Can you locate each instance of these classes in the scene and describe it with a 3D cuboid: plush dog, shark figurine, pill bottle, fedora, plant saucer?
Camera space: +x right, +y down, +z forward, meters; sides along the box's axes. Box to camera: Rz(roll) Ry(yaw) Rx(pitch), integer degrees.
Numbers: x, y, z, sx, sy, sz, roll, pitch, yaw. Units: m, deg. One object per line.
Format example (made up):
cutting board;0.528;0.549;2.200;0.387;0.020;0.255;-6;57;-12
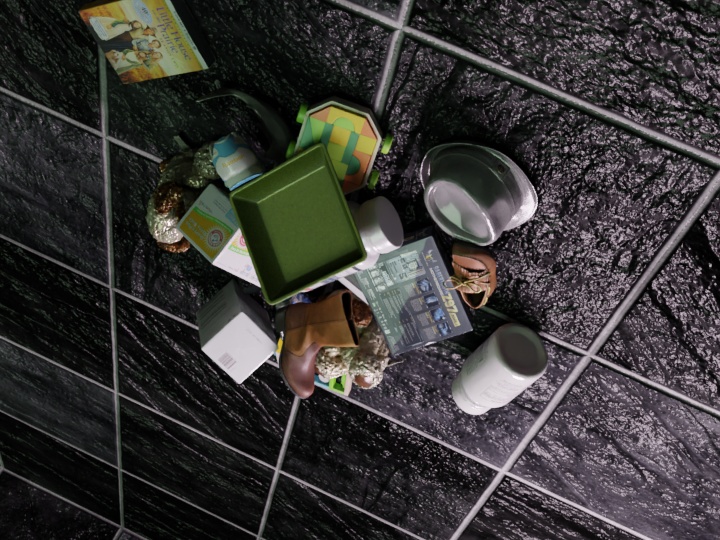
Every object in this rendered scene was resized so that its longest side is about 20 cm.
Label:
plush dog;-0.012;0.116;1.777;0.200;0.160;0.172;7;122;51
shark figurine;-0.160;-0.228;1.505;0.128;0.090;0.215;-14;127;39
plush dog;-0.323;-0.128;1.631;0.160;0.172;0.200;17;141;13
pill bottle;-0.035;-0.048;1.523;0.199;0.120;0.120;-21;123;26
fedora;0.174;-0.108;1.430;0.177;0.090;0.200;-19;122;43
plant saucer;-0.093;-0.072;1.457;0.199;0.048;0.201;-25;80;26
pill bottle;0.253;0.191;1.698;0.114;0.115;0.200;31;142;-4

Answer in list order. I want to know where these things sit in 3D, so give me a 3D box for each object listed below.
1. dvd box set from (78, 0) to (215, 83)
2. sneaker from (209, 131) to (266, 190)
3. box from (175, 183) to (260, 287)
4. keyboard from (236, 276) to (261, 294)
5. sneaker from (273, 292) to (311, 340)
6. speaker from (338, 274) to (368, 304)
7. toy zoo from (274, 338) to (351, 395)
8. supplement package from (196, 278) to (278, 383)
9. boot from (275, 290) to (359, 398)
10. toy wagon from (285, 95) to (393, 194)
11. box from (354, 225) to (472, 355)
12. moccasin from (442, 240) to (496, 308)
dvd box set;-0.349;-0.383;1.488;0.199;0.029;0.147;0;134;32
sneaker;-0.202;-0.182;1.480;0.081;0.076;0.200;63;174;-10
box;-0.214;-0.057;1.617;0.112;0.101;0.200;41;-176;27
keyboard;-0.171;-0.020;1.732;0.199;0.040;0.105;-17;89;33
sneaker;-0.142;0.048;1.829;0.077;0.076;0.201;-14;127;-8
speaker;0.000;0.000;1.668;0.200;0.081;0.081;40;140;-14
toy zoo;-0.112;0.201;2.007;0.199;0.020;0.131;20;141;10
supplement package;-0.252;0.119;1.845;0.114;0.109;0.200;47;-177;-22
boot;-0.068;0.143;1.721;0.068;0.189;0.200;2;170;-45
toy wagon;-0.042;-0.179;1.473;0.155;0.040;0.201;19;121;-3
box;0.092;0.038;1.604;0.157;0.051;0.201;-20;113;16
moccasin;0.183;0.009;1.517;0.073;0.078;0.201;20;164;15
